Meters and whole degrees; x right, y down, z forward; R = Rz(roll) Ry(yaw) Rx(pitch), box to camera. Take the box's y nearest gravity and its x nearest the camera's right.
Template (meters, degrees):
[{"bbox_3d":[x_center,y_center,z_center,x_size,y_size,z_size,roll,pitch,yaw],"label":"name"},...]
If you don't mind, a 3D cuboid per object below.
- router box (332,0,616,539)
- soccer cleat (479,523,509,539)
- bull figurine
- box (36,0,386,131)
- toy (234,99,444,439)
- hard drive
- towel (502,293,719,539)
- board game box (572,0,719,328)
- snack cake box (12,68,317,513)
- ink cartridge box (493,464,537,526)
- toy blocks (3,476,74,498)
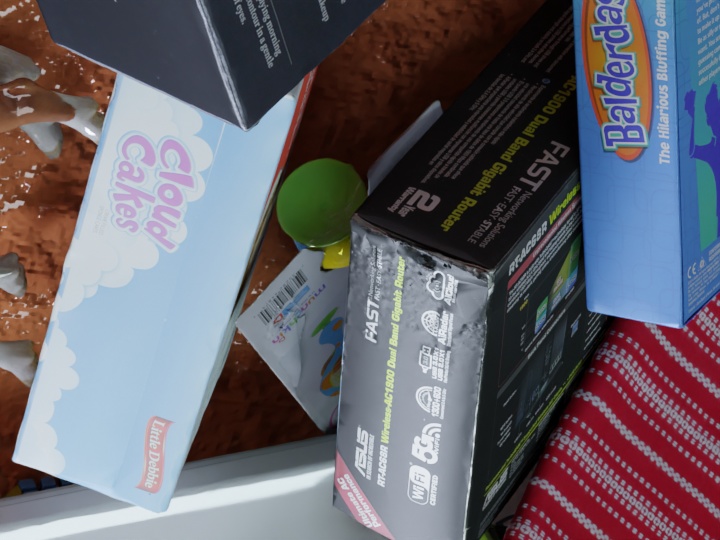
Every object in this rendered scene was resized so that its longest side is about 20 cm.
[{"bbox_3d":[0.063,-0.005,1.178,0.200,0.062,0.150,-49,153,-44],"label":"router box"},{"bbox_3d":[0.089,0.163,1.231,0.200,0.068,0.081,34,145,-25],"label":"soccer cleat"},{"bbox_3d":[-0.178,-0.008,1.160,0.121,0.065,0.200,2,129,-28],"label":"bull figurine"},{"bbox_3d":[-0.037,-0.187,0.994,0.182,0.104,0.200,-43,138,-25],"label":"box"},{"bbox_3d":[0.000,0.000,1.215,0.115,0.047,0.200,-48,161,-7],"label":"toy"},{"bbox_3d":[-0.074,0.139,1.246,0.199,0.026,0.132,-10,124,-15],"label":"hard drive"},{"bbox_3d":[0.144,0.082,1.220,0.145,0.200,0.022,42,150,-21],"label":"towel"},{"bbox_3d":[0.133,-0.101,1.130,0.152,0.045,0.201,-37,130,-50],"label":"board game box"},{"bbox_3d":[-0.069,-0.022,1.146,0.067,0.115,0.200,19,123,1],"label":"snack cake box"},{"bbox_3d":[0.060,0.137,1.368,0.200,0.075,0.165,-28,134,2],"label":"ink cartridge box"},{"bbox_3d":[-0.143,0.154,1.299,0.199,0.100,0.137,-6,118,-17],"label":"toy blocks"}]
